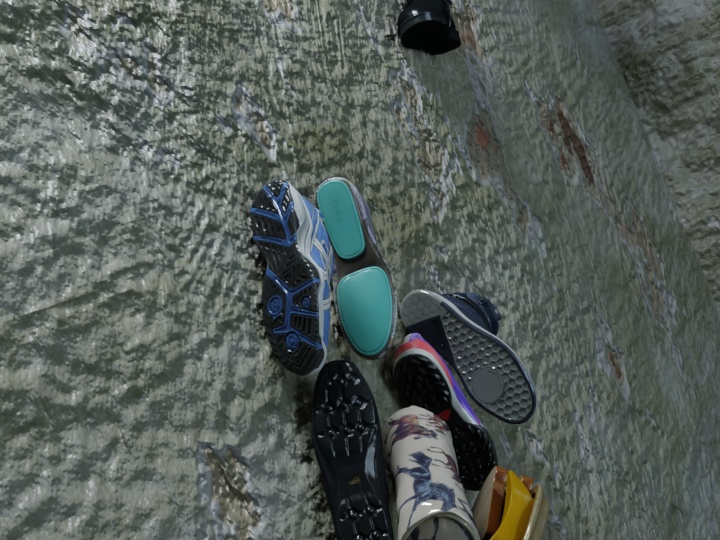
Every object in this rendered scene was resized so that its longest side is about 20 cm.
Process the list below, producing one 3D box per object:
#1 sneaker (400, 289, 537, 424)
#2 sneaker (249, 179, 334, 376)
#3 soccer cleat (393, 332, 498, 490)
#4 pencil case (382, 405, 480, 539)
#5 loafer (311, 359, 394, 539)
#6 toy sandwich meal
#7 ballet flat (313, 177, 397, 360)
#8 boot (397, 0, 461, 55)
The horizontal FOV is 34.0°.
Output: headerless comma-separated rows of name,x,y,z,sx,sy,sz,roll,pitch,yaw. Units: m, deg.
sneaker,0.153,0.098,1.405,0.202,0.077,0.146,46,17,22
sneaker,-0.052,0.008,1.154,0.077,0.075,0.203,23,51,-48
soccer cleat,0.101,0.161,1.341,0.201,0.067,0.073,58,17,-19
pencil case,0.065,0.219,1.149,0.201,0.076,0.091,-101,-178,-66
loafer,-0.009,0.188,1.123,0.071,0.067,0.204,102,-21,-70
toy sandwich meal,0.139,0.300,1.246,0.069,0.208,0.206,23,30,7
ballet flat,0.000,0.000,1.275,0.072,0.071,0.204,9,63,-59
boot,0.084,-0.410,1.724,0.198,0.072,0.165,-3,75,-69
